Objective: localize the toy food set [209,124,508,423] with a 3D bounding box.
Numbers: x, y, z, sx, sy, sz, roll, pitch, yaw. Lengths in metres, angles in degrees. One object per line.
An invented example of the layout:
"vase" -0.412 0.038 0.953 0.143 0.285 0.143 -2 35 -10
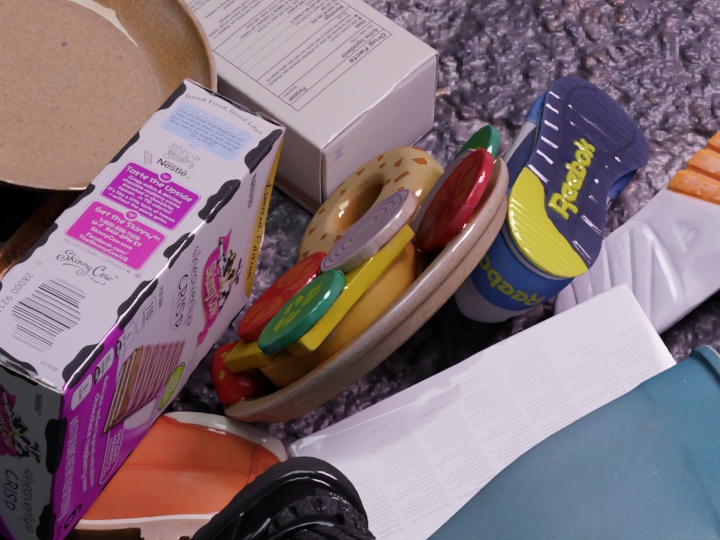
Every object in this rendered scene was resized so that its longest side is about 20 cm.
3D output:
"toy food set" 0.000 0.000 0.957 0.049 0.198 0.200 48 64 -12

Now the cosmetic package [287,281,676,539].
"cosmetic package" 0.069 0.089 0.960 0.200 0.051 0.083 -24 68 -13

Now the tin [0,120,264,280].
"tin" -0.131 0.004 1.012 0.112 0.042 0.200 35 56 1

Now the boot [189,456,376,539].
"boot" -0.066 0.178 0.807 0.079 0.158 0.211 37 95 -13

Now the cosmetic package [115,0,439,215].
"cosmetic package" -0.061 -0.130 1.107 0.200 0.071 0.105 39 63 23

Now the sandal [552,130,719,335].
"sandal" 0.196 -0.021 1.045 0.207 0.059 0.079 -35 71 2

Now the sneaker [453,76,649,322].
"sneaker" 0.102 -0.042 1.044 0.074 0.082 0.200 40 38 -1

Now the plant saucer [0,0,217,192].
"plant saucer" -0.179 -0.111 1.013 0.200 0.035 0.200 12 49 -15

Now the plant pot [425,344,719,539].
"plant pot" 0.114 0.164 0.845 0.188 0.200 0.200 -25 58 2

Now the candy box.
"candy box" -0.115 0.022 0.889 0.061 0.136 0.200 26 49 10

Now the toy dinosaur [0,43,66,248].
"toy dinosaur" -0.234 -0.041 1.063 0.105 0.200 0.181 44 92 -5

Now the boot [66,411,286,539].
"boot" -0.134 0.118 0.947 0.200 0.075 0.107 4 40 5
